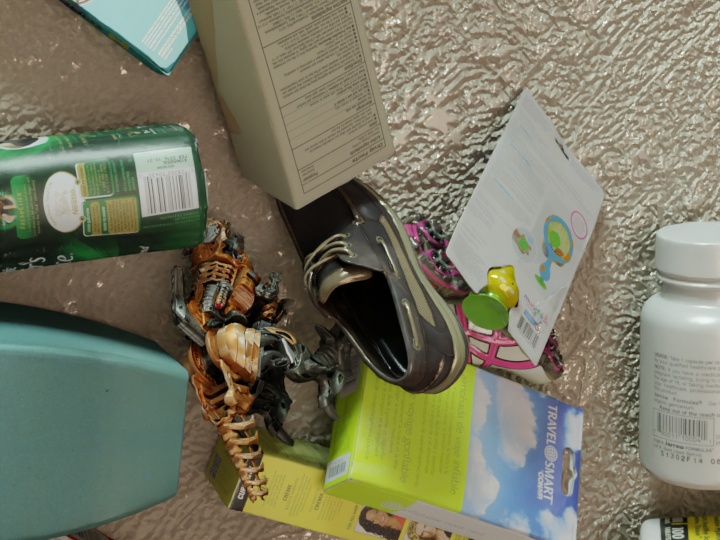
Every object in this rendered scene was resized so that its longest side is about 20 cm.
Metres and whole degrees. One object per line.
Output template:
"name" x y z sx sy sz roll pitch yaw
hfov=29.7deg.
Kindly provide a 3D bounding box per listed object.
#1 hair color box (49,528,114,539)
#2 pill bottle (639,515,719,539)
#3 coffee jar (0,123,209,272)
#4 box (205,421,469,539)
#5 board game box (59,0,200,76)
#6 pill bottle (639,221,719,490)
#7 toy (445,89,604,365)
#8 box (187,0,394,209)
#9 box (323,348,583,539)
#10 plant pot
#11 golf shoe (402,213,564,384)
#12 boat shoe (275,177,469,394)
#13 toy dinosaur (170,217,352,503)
"hair color box" -0.260 0.268 0.969 0.111 0.064 0.200 36 88 -24
"pill bottle" 0.336 0.259 1.125 0.199 0.112 0.113 -5 105 12
"coffee jar" -0.208 -0.046 0.902 0.199 0.104 0.086 -8 101 -19
"box" -0.014 0.171 1.039 0.199 0.075 0.050 19 95 -24
"board game box" -0.169 -0.251 0.905 0.200 0.047 0.151 36 87 -23
"pill bottle" 0.286 0.067 1.109 0.114 0.114 0.201 -7 103 -19
"toy" 0.117 -0.032 1.031 0.115 0.047 0.200 49 42 -22
"box" -0.051 -0.154 0.918 0.095 0.078 0.201 -31 127 -24
"box" 0.075 0.134 1.027 0.199 0.048 0.123 22 60 -23
"plant pot" -0.224 0.098 0.909 0.199 0.141 0.142 2 100 -24
"golf shoe" 0.076 0.037 1.056 0.200 0.073 0.092 35 120 -28
"boat shoe" 0.000 0.000 0.955 0.075 0.200 0.073 -47 158 21
"toy dinosaur" -0.085 0.063 0.954 0.135 0.102 0.201 27 65 -44
